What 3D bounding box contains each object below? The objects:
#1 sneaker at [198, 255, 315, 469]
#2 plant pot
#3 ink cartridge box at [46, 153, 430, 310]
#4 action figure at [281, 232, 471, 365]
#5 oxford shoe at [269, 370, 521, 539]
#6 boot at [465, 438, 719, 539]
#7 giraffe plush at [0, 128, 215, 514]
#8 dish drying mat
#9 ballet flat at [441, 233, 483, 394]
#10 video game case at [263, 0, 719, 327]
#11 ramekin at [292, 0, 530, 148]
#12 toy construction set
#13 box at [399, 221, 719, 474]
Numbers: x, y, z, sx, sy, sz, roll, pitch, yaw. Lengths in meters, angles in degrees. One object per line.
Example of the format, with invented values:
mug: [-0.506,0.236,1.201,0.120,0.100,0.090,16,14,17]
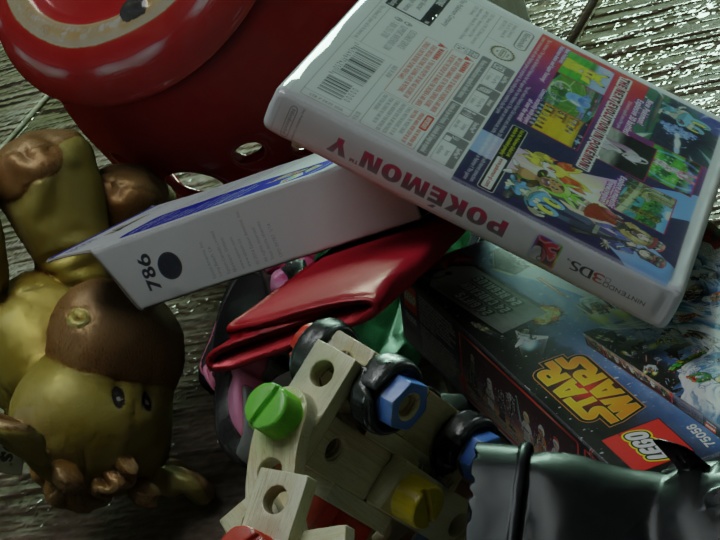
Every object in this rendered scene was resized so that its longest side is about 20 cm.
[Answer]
sneaker: [-0.048,0.047,1.135,0.095,0.079,0.200,-41,18,27]
plant pot: [-0.087,-0.140,1.197,0.200,0.182,0.201,-12,65,28]
ink cartridge box: [-0.039,-0.026,1.026,0.199,0.039,0.099,-16,10,32]
action figure: [0.003,0.010,1.096,0.055,0.118,0.200,-40,20,32]
oxford shoe: [0.051,0.094,0.949,0.199,0.072,0.071,12,27,32]
boot: [0.113,0.145,0.762,0.162,0.073,0.199,2,68,10]
giraffe plush: [-0.147,0.045,1.108,0.172,0.201,0.162,-10,25,-22]
dish drying mat: [0.000,0.000,0.932,0.077,0.018,0.200,-19,6,20]
ballet flat: [0.072,0.013,1.068,0.073,0.073,0.200,-11,42,32]
video game case: [0.069,-0.062,0.969,0.023,0.182,0.200,-65,-4,27]
ramekin: [0.013,-0.140,1.361,0.202,0.094,0.203,-22,27,12]
toy construction set: [-0.005,0.098,0.828,0.092,0.200,0.131,30,85,24]
box: [0.119,0.035,0.931,0.136,0.040,0.200,-17,31,-19]
